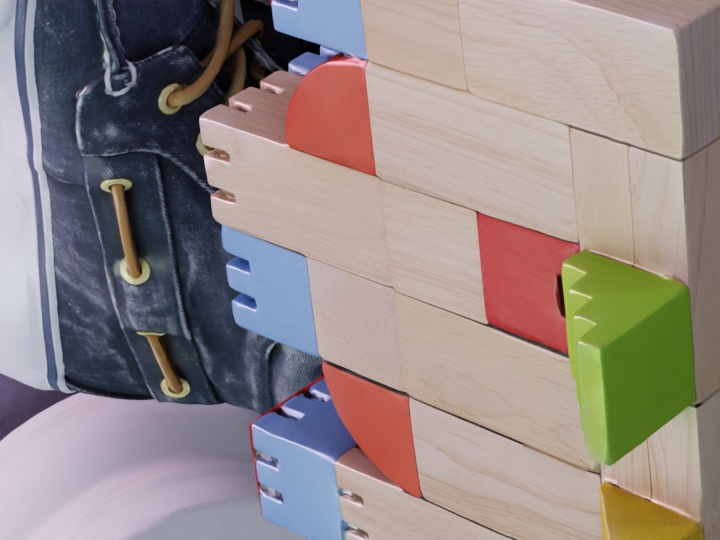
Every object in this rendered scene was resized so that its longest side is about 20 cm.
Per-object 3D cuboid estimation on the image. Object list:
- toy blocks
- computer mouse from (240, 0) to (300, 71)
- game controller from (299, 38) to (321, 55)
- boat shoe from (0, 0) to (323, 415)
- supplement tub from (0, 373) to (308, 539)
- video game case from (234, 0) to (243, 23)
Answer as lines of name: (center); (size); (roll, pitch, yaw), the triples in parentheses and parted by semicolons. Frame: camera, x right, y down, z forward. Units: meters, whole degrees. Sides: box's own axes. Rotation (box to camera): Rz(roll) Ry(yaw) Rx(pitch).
toy blocks: (0.028, -0.005, 0.591); (0.137, 0.100, 0.200); (21, 130, 39)
computer mouse: (0.000, 0.000, 0.853); (0.200, 0.053, 0.138); (61, 166, -8)
game controller: (0.074, -0.016, 0.630); (0.200, 0.042, 0.104); (24, 156, 21)
boat shoe: (-0.041, -0.042, 0.700); (0.091, 0.071, 0.200); (11, 138, 8)
supplement tub: (-0.077, 0.074, 0.865); (0.140, 0.140, 0.200); (60, 171, -33)
video game case: (-0.080, -0.087, 0.813); (0.182, 0.023, 0.200); (40, 147, 50)
